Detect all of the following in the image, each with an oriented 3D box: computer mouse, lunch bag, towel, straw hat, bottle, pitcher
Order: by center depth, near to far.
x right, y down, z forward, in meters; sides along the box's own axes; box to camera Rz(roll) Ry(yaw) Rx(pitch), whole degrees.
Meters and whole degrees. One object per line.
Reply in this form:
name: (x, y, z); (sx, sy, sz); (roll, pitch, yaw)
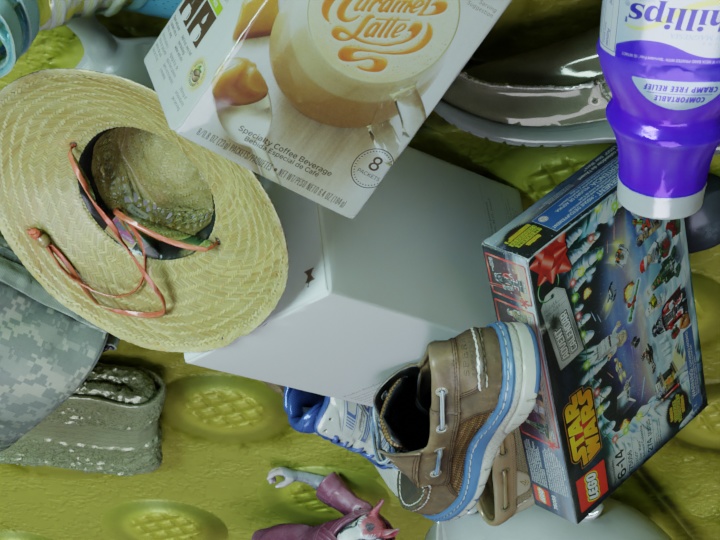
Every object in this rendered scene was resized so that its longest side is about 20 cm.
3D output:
bottle: (0.162, -0.122, 0.944); (0.083, 0.065, 0.201); (4, 123, 4)
straw hat: (-0.110, -0.054, 1.025); (0.200, 0.085, 0.202); (17, 137, 17)
computer mouse: (0.154, -0.015, 1.197); (0.199, 0.034, 0.059); (-20, 141, 32)
lunch bag: (-0.277, 0.029, 1.211); (0.167, 0.140, 0.199); (-26, 137, 38)
towel: (-0.249, 0.111, 1.427); (0.198, 0.037, 0.149); (6, 147, -3)
pitcher: (0.149, 0.215, 1.487); (0.199, 0.122, 0.172); (13, 132, 6)

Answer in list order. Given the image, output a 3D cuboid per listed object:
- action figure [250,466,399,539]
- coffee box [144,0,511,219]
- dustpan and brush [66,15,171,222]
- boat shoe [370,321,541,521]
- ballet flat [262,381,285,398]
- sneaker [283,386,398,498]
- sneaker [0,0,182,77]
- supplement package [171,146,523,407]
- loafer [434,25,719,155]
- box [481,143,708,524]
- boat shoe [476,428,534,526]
action figure: (-0.024, 0.240, 1.512); (0.148, 0.135, 0.200); (25, 144, -30)
coffee box: (-0.001, -0.141, 0.904); (0.114, 0.080, 0.200); (24, 112, -30)
dustpan and brush: (-0.134, -0.106, 1.082); (0.139, 0.058, 0.200); (-22, 147, 15)
boat shoe: (0.044, 0.088, 1.107); (0.072, 0.073, 0.200); (3, 145, -14)
ballet flat: (-0.043, 0.069, 1.331); (0.072, 0.068, 0.200); (4, 156, 37)
sneaker: (-0.011, 0.092, 1.274); (0.075, 0.088, 0.201); (19, 142, 52)
sneaker: (-0.158, -0.138, 0.954); (0.199, 0.131, 0.080); (15, 143, -17)
supplement package: (0.000, 0.000, 1.119); (0.121, 0.121, 0.199); (-25, 152, 36)
loafer: (0.135, -0.109, 1.039); (0.198, 0.075, 0.070); (4, 110, 7)
box: (0.147, 0.036, 1.129); (0.040, 0.137, 0.201); (22, 138, 43)
boat shoe: (0.083, 0.095, 1.287); (0.064, 0.071, 0.201); (-33, 121, -16)
